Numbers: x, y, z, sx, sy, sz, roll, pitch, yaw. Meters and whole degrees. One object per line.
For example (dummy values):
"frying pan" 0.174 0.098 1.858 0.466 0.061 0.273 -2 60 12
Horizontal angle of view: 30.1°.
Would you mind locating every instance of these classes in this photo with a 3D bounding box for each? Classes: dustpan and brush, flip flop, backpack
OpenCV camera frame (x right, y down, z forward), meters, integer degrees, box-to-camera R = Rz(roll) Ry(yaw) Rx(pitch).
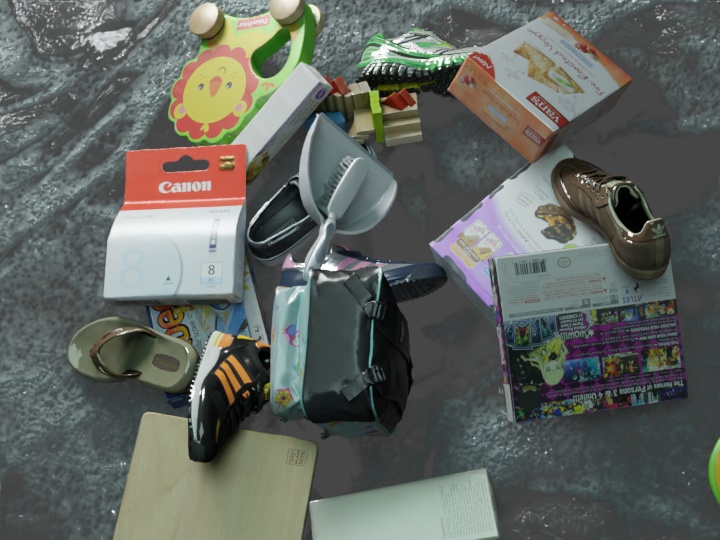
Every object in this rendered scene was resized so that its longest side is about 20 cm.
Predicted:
"dustpan and brush" -0.031 -0.072 1.564 0.057 0.140 0.200 -3 54 55
"flip flop" -0.272 0.099 1.563 0.200 0.058 0.081 11 85 38
"backpack" -0.018 0.098 1.466 0.153 0.200 0.176 -5 74 16

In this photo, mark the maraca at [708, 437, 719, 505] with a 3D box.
"maraca" 0.456 0.193 1.380 0.200 0.107 0.137 -29 73 -2

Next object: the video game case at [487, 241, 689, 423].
"video game case" 0.247 0.063 1.454 0.199 0.036 0.182 -8 89 -8

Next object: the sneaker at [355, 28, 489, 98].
"sneaker" 0.094 -0.267 1.659 0.199 0.078 0.085 2 67 12

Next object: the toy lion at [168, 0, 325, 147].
"toy lion" -0.151 -0.246 1.689 0.200 0.069 0.192 -5 69 30

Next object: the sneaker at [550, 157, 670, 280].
"sneaker" 0.274 -0.077 1.442 0.070 0.076 0.200 -17 45 -19

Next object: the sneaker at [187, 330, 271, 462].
"sneaker" -0.135 0.135 1.464 0.090 0.070 0.200 5 32 1

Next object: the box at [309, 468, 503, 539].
"box" 0.050 0.276 1.446 0.199 0.068 0.082 -11 66 7

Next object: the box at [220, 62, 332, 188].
"box" -0.116 -0.165 1.641 0.200 0.039 0.041 -49 67 14

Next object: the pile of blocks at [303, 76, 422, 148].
"pile of blocks" -0.018 -0.201 1.643 0.200 0.062 0.082 9 46 19

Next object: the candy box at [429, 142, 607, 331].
"candy box" 0.211 -0.024 1.539 0.200 0.072 0.168 -39 66 -6

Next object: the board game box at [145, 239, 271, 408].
"board game box" -0.185 0.051 1.605 0.135 0.034 0.200 -19 66 3

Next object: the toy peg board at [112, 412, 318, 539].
"toy peg board" -0.160 0.280 1.481 0.199 0.098 0.200 9 69 2

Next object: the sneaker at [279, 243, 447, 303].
"sneaker" 0.000 0.000 1.570 0.199 0.070 0.082 -9 68 5

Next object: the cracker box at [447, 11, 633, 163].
"cracker box" 0.212 -0.217 1.558 0.134 0.058 0.200 43 44 12

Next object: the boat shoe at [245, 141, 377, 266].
"boat shoe" -0.061 -0.092 1.621 0.200 0.068 0.072 -41 66 -9

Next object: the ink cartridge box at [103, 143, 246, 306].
"ink cartridge box" -0.218 -0.059 1.599 0.160 0.047 0.201 -2 76 11
